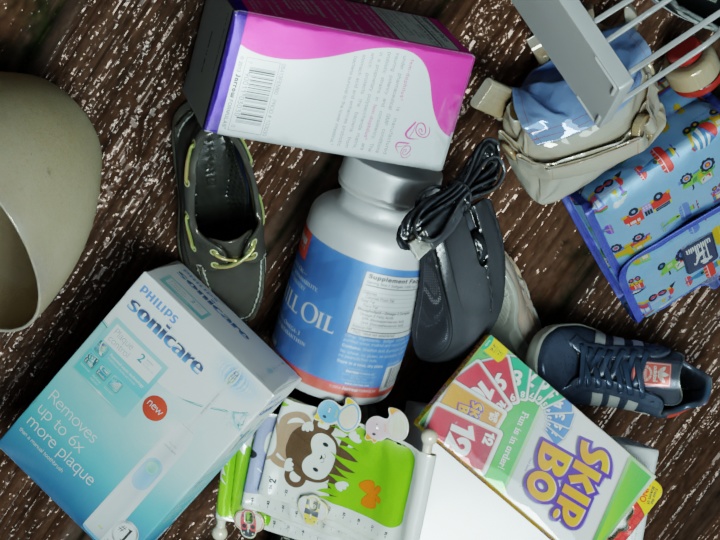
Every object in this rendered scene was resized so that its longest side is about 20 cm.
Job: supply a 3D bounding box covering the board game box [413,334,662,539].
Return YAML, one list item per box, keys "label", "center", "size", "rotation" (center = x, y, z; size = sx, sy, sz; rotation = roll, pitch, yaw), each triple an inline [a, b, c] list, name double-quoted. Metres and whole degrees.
- label: "board game box"
  center: [0.149, 0.152, 1.675]
  size: [0.200, 0.030, 0.096]
  rotation: [41, 83, -7]

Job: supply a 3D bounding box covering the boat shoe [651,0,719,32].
- label: "boat shoe"
  center: [0.334, -0.217, 1.710]
  size: [0.199, 0.068, 0.074]
  rotation: [20, 108, -24]

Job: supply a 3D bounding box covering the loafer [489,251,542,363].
- label: "loafer"
  center: [0.120, 0.038, 1.784]
  size: [0.072, 0.063, 0.200]
  rotation: [-10, 120, 26]

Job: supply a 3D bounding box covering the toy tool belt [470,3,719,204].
- label: "toy tool belt"
  center: [0.194, -0.154, 1.670]
  size: [0.200, 0.125, 0.123]
  rotation: [-33, 128, 0]

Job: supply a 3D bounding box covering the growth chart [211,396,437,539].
- label: "growth chart"
  center: [-0.031, 0.171, 1.685]
  size: [0.200, 0.018, 0.145]
  rotation: [8, 106, 23]

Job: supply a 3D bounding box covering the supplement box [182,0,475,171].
- label: "supplement box"
  center: [-0.026, -0.155, 1.613]
  size: [0.200, 0.103, 0.101]
  rotation: [9, 111, -20]

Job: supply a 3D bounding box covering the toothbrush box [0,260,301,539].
- label: "toothbrush box"
  center: [-0.171, 0.114, 1.665]
  size: [0.146, 0.085, 0.200]
  rotation: [44, 104, 5]

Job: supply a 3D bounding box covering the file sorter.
- label: "file sorter"
  center: [0.184, -0.236, 1.567]
  size: [0.124, 0.139, 0.200]
  rotation: [-33, 83, -3]

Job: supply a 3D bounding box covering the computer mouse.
- label: "computer mouse"
  center: [0.083, 0.004, 1.659]
  size: [0.139, 0.053, 0.200]
  rotation: [-45, 149, -37]

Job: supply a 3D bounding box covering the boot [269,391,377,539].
- label: "boot"
  center: [-0.090, 0.181, 1.779]
  size: [0.154, 0.073, 0.204]
  rotation: [20, 111, -18]

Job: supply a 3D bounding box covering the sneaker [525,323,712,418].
- label: "sneaker"
  center: [0.231, 0.088, 1.786]
  size: [0.200, 0.084, 0.075]
  rotation: [9, 85, -43]

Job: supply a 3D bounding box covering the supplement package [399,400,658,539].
- label: "supplement package"
  center: [0.134, 0.187, 1.745]
  size: [0.200, 0.121, 0.120]
  rotation: [10, 90, -9]

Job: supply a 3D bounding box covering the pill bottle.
- label: "pill bottle"
  center: [0.000, 0.000, 1.691]
  size: [0.112, 0.112, 0.200]
  rotation: [9, 111, -21]

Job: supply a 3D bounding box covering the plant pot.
- label: "plant pot"
  center: [-0.274, -0.073, 1.546]
  size: [0.134, 0.200, 0.200]
  rotation: [-47, 126, -33]

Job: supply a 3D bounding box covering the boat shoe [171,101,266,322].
- label: "boat shoe"
  center: [-0.114, -0.038, 1.666]
  size: [0.072, 0.061, 0.201]
  rotation: [-15, 118, -10]

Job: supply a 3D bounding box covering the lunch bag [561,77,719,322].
- label: "lunch bag"
  center: [0.269, -0.051, 1.775]
  size: [0.151, 0.094, 0.200]
  rotation: [-34, 132, 0]
